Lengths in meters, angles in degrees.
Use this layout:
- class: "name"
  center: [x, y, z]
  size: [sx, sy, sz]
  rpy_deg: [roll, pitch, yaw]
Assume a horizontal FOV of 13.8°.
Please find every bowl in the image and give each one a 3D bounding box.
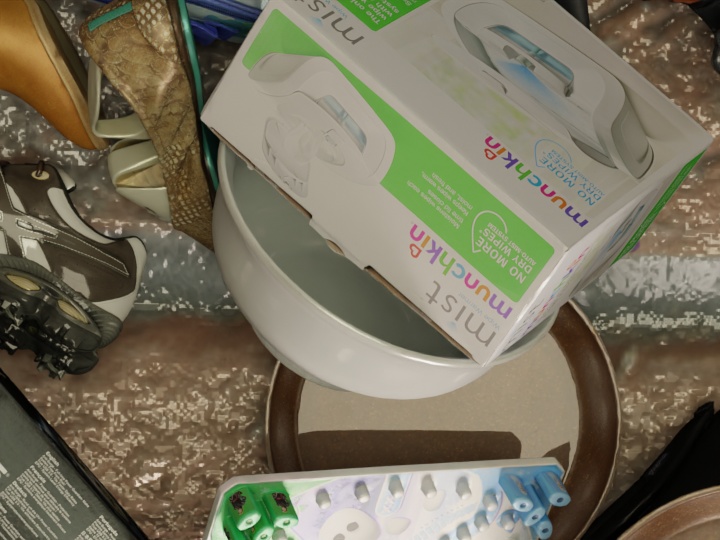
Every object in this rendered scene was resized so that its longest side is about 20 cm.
- class: "bowl"
  center: [0.000, 0.000, 1.576]
  size: [0.201, 0.201, 0.090]
  rpy_deg: [25, 129, -9]

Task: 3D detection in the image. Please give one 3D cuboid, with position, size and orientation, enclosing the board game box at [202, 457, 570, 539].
- class: "board game box"
  center: [-0.001, 0.187, 1.600]
  size: [0.200, 0.026, 0.200]
  rpy_deg: [-2, 130, -25]

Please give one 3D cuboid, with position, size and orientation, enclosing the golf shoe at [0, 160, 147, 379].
- class: "golf shoe"
  center: [-0.208, -0.029, 1.614]
  size: [0.200, 0.078, 0.095]
  rpy_deg: [36, 64, -4]

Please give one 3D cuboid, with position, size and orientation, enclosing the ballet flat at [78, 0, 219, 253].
- class: "ballet flat"
  center: [-0.108, -0.075, 1.578]
  size: [0.065, 0.071, 0.200]
  rpy_deg: [-13, 138, 0]

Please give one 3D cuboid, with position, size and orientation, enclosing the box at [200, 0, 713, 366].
- class: "box"
  center: [0.050, -0.072, 1.541]
  size: [0.200, 0.176, 0.097]
  rpy_deg: [42, 126, 11]

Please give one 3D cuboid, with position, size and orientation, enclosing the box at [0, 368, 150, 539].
- class: "box"
  center: [-0.188, 0.119, 1.553]
  size: [0.086, 0.164, 0.200]
  rpy_deg: [-41, 83, -4]

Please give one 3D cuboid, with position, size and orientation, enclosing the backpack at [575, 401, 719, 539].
- class: "backpack"
  center: [0.195, 0.203, 1.637]
  size: [0.200, 0.163, 0.168]
  rpy_deg: [-42, 103, -2]

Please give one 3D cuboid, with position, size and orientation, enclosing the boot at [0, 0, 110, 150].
- class: "boot"
  center: [-0.240, -0.119, 1.600]
  size: [0.144, 0.071, 0.201]
  rpy_deg: [-32, 96, 3]

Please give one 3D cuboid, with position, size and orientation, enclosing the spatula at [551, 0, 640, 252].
- class: "spatula"
  center: [0.117, -0.095, 1.621]
  size: [0.056, 0.021, 0.200]
  rpy_deg: [10, 124, 28]

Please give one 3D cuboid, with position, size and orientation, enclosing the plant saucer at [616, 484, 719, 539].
- class: "plant saucer"
  center: [0.200, 0.200, 1.540]
  size: [0.200, 0.037, 0.201]
  rpy_deg: [0, 103, -2]

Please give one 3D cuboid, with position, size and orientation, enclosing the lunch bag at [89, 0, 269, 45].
- class: "lunch bag"
  center: [-0.103, -0.212, 1.571]
  size: [0.200, 0.082, 0.161]
  rpy_deg: [18, 79, -18]

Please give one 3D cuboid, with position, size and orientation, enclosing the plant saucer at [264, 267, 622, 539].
- class: "plant saucer"
  center: [0.045, 0.085, 1.663]
  size: [0.200, 0.034, 0.200]
  rpy_deg: [0, 90, -5]

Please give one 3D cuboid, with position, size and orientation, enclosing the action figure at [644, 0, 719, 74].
- class: "action figure"
  center: [0.206, -0.193, 1.641]
  size: [0.193, 0.105, 0.200]
  rpy_deg: [35, 79, -17]
